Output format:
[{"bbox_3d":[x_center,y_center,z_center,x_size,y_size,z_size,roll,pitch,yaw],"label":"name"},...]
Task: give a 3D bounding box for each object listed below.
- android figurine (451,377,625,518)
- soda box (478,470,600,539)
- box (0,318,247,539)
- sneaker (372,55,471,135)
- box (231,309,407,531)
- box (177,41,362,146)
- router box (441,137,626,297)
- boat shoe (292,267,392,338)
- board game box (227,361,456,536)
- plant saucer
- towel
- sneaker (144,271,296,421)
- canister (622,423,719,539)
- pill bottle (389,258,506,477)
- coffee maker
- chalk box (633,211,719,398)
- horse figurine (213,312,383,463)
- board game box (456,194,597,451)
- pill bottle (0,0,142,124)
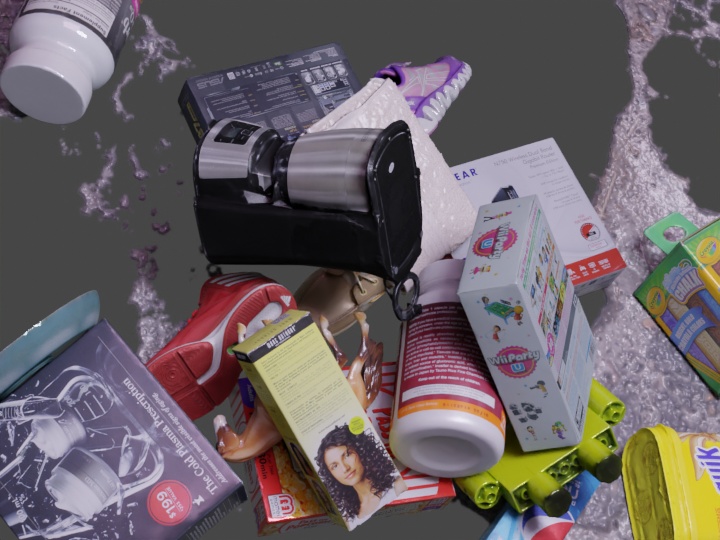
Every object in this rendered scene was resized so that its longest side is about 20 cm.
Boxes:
[{"bbox_3d":[0.174,0.170,1.532,0.182,0.041,0.200,-31,31,-8],"label":"android figurine"},{"bbox_3d":[0.164,0.262,1.524,0.064,0.068,0.200,38,57,5],"label":"soda box"},{"bbox_3d":[-0.234,0.183,1.379,0.182,0.104,0.200,-40,80,-11],"label":"box"},{"bbox_3d":[0.059,-0.202,1.711,0.088,0.081,0.200,40,36,-4],"label":"sneaker"},{"bbox_3d":[-0.037,0.140,1.428,0.075,0.050,0.201,-35,104,-18],"label":"box"},{"bbox_3d":[-0.080,-0.157,1.683,0.199,0.051,0.158,-19,71,-27],"label":"box"},{"bbox_3d":[0.169,-0.041,1.706,0.199,0.049,0.180,-18,69,-26],"label":"router box"},{"bbox_3d":[0.000,0.000,1.613,0.074,0.069,0.200,44,58,8],"label":"boat shoe"},{"bbox_3d":[-0.019,0.174,1.523,0.199,0.046,0.152,-5,64,-22],"label":"board game box"},{"bbox_3d":[-0.309,0.092,1.383,0.027,0.200,0.200,49,58,1],"label":"plant saucer"},{"bbox_3d":[0.034,-0.092,1.589,0.132,0.034,0.200,-40,101,-26],"label":"towel"},{"bbox_3d":[-0.158,0.076,1.526,0.200,0.116,0.079,-34,112,-7],"label":"sneaker"},{"bbox_3d":[0.389,0.241,1.604,0.199,0.087,0.149,3,61,-19],"label":"canister"},{"bbox_3d":[0.091,0.093,1.512,0.112,0.113,0.201,14,55,-11],"label":"pill bottle"},{"bbox_3d":[-0.052,-0.049,1.470,0.199,0.135,0.193,3,97,24],"label":"coffee maker"},{"bbox_3d":[0.404,0.014,1.711,0.124,0.124,0.200,-29,75,-30],"label":"chalk box"},{"bbox_3d":[-0.051,0.111,1.477,0.199,0.050,0.133,-5,90,-30],"label":"horse figurine"},{"bbox_3d":[0.166,0.051,1.481,0.064,0.201,0.148,-11,33,22],"label":"board game box"},{"bbox_3d":[-0.306,-0.262,1.629,0.116,0.116,0.201,20,58,-7],"label":"pill bottle"}]
